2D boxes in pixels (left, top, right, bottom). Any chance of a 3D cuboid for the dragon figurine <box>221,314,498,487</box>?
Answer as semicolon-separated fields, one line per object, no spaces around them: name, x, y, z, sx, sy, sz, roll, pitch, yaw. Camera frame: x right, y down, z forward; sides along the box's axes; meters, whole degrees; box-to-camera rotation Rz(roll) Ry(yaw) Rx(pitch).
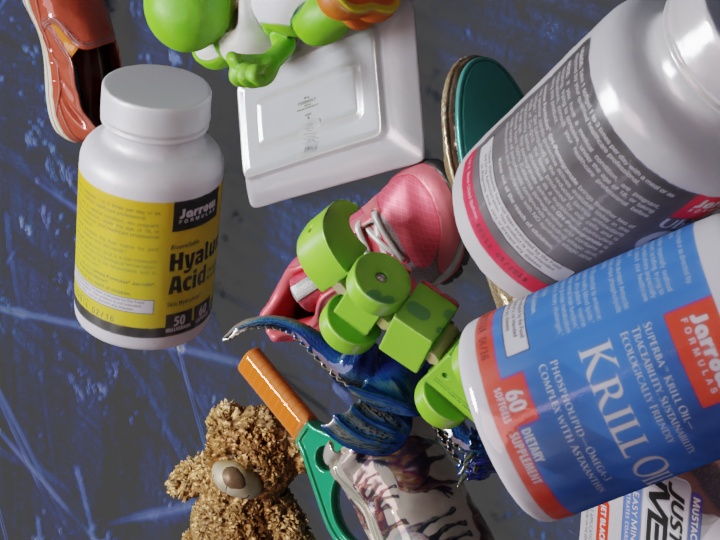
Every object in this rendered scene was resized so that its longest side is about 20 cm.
dragon figurine;0.010;0.078;0.940;0.059;0.199;0.100;119;160;-47

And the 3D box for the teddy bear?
teddy bear;-0.101;0.198;1.181;0.145;0.067;0.200;55;139;17

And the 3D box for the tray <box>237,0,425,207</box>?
tray;-0.030;-0.110;0.986;0.199;0.022;0.108;-11;82;52

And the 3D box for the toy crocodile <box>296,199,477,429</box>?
toy crocodile;0.040;0.038;0.897;0.200;0.062;0.068;39;142;4

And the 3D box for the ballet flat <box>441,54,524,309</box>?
ballet flat;0.086;-0.027;0.869;0.065;0.070;0.201;-28;79;65

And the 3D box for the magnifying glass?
magnifying glass;-0.027;0.134;1.091;0.200;0.022;0.080;47;119;27

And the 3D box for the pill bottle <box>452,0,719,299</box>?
pill bottle;0.141;-0.069;0.746;0.111;0.110;0.200;61;141;13

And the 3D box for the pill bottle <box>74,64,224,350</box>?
pill bottle;-0.162;-0.050;1.119;0.111;0.111;0.201;34;129;37

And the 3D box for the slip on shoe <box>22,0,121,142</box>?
slip on shoe;-0.226;-0.197;1.173;0.061;0.074;0.201;14;120;38

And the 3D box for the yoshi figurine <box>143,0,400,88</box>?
yoshi figurine;-0.070;-0.176;0.929;0.112;0.113;0.199;51;146;-17

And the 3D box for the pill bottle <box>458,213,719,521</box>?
pill bottle;0.158;0.039;0.717;0.199;0.112;0.113;-26;84;19

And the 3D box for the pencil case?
pencil case;0.049;0.194;0.982;0.078;0.089;0.201;-42;71;50

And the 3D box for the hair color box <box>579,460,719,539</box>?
hair color box;0.211;0.129;0.772;0.199;0.064;0.112;14;107;46

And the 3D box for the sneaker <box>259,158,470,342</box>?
sneaker;0.000;0.000;0.963;0.074;0.086;0.200;60;140;13
